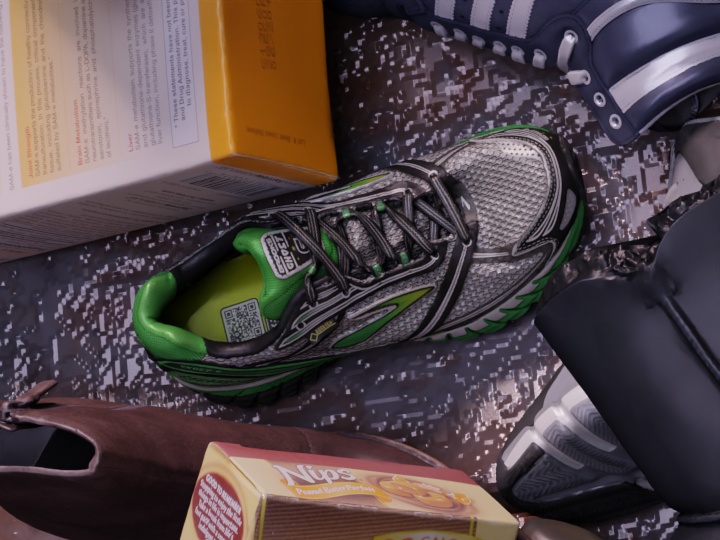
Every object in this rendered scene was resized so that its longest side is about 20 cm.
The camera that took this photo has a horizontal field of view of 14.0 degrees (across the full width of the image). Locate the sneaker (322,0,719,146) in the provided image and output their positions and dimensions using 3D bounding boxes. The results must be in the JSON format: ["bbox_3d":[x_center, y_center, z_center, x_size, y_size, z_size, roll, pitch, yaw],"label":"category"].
[{"bbox_3d":[0.072,-0.099,1.185,0.200,0.070,0.109,-10,98,34],"label":"sneaker"}]

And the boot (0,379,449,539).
[{"bbox_3d":[-0.067,0.088,1.157,0.200,0.166,0.072,6,84,22],"label":"boot"}]

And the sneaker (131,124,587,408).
[{"bbox_3d":[0.000,0.000,1.190,0.200,0.085,0.078,-27,73,15],"label":"sneaker"}]

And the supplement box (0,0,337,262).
[{"bbox_3d":[-0.111,-0.082,1.227,0.200,0.073,0.126,-12,77,36],"label":"supplement box"}]

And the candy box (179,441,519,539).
[{"bbox_3d":[-0.026,0.171,1.129,0.055,0.115,0.200,40,117,55],"label":"candy box"}]

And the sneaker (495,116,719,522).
[{"bbox_3d":[0.127,0.009,1.158,0.200,0.075,0.116,-39,41,29],"label":"sneaker"}]

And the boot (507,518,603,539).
[{"bbox_3d":[0.156,0.124,1.121,0.200,0.075,0.097,30,87,12],"label":"boot"}]

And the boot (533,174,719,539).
[{"bbox_3d":[0.113,0.077,1.051,0.200,0.076,0.168,-40,77,16],"label":"boot"}]
